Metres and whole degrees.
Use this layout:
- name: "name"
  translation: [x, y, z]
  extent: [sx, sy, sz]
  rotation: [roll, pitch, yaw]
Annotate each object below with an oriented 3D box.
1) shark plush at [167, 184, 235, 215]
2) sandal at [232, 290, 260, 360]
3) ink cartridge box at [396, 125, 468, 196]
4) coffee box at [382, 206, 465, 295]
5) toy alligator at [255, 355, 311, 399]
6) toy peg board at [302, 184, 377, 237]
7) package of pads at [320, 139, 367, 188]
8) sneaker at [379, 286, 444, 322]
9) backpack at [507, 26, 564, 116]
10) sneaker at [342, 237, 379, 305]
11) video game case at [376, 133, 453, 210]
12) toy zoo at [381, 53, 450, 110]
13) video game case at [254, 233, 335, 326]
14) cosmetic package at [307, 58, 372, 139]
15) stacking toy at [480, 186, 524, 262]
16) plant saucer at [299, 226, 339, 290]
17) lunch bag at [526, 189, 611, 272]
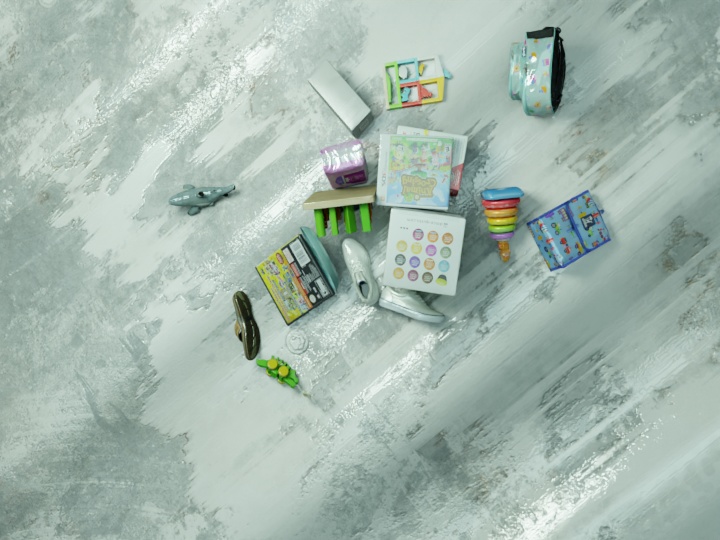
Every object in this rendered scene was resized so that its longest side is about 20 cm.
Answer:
- name: "shark plush"
  translation: [-0.465, -0.214, 1.662]
  extent: [0.193, 0.083, 0.094]
  rotation: [1, 90, 7]
- name: "sandal"
  translation: [-0.347, 0.165, 1.654]
  extent: [0.053, 0.081, 0.206]
  rotation: [-17, 89, 23]
- name: "ink cartridge box"
  translation: [0.187, -0.300, 1.550]
  extent: [0.193, 0.145, 0.151]
  rotation: [10, 93, 8]
- name: "coffee box"
  translation: [0.173, -0.059, 1.515]
  extent: [0.193, 0.200, 0.205]
  rotation: [8, 100, 7]
- name: "toy alligator"
  translation: [-0.217, 0.303, 1.650]
  extent: [0.196, 0.060, 0.055]
  rotation: [31, 53, 6]
- name: "toy peg board"
  translation: [-0.046, -0.166, 1.564]
  extent: [0.193, 0.200, 0.101]
  rotation: [-5, 106, 7]
- name: "package of pads"
  translation: [-0.040, -0.290, 1.552]
  extent: [0.116, 0.200, 0.078]
  rotation: [-10, 84, 3]
- name: "sneaker"
  translation: [0.150, 0.094, 1.591]
  extent: [0.194, 0.073, 0.073]
  rotation: [17, 95, 7]
- name: "backpack"
  translation: [0.473, -0.518, 1.502]
  extent: [0.149, 0.175, 0.208]
  rotation: [-4, 91, 24]
- name: "sneaker"
  translation: [0.000, 0.000, 1.603]
  extent: [0.073, 0.087, 0.205]
  rotation: [-25, 86, 8]
- name: "video game case"
  translation: [0.142, -0.260, 1.473]
  extent: [0.193, 0.022, 0.189]
  rotation: [5, 97, 9]
- name: "toy zoo"
  translation: [0.163, -0.544, 1.615]
  extent: [0.193, 0.020, 0.136]
  rotation: [-6, 89, 7]
- name: "video game case"
  translation: [-0.193, 0.029, 1.641]
  extent: [0.178, 0.025, 0.204]
  rotation: [-32, 86, 18]
- name: "cosmetic package"
  translation: [-0.055, -0.489, 1.600]
  extent: [0.090, 0.107, 0.200]
  rotation: [-44, 83, 6]
- name: "stacking toy"
  translation: [0.394, -0.124, 1.558]
  extent: [0.106, 0.116, 0.207]
  rotation: [-6, 103, 2]
- name: "plant saucer"
  translation: [-0.109, -0.039, 1.564]
  extent: [0.027, 0.200, 0.204]
  rotation: [-29, 86, -7]
- name: "lunch bag"
  translation: [0.585, -0.114, 1.541]
  extent: [0.196, 0.094, 0.154]
  rotation: [-27, 86, -6]
